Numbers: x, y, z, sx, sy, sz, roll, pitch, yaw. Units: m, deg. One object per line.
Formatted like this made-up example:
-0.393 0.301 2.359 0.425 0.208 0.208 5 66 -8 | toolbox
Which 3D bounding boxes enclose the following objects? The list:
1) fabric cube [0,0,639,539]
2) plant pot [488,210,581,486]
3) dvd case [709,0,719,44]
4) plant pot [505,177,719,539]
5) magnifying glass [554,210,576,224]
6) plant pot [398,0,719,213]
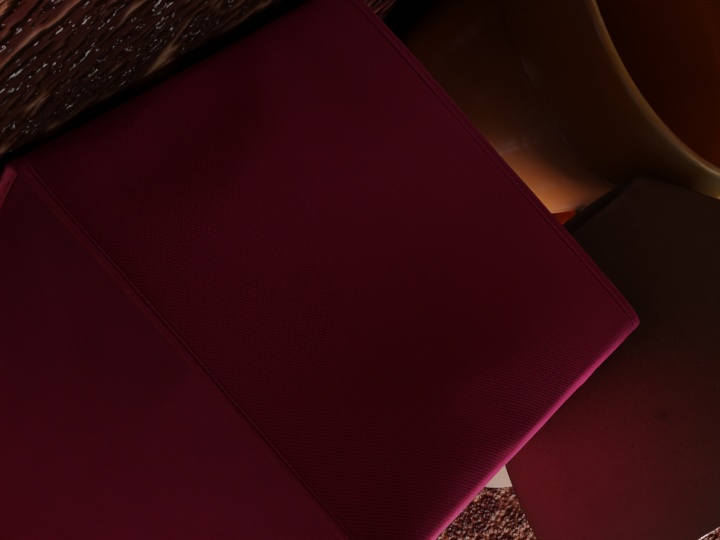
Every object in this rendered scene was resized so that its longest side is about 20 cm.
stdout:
-0.046 0.040 0.622 0.199 0.196 0.200 -40 177 -45 | fabric cube
0.087 0.062 0.999 0.199 0.135 0.201 -21 -158 9 | plant pot
0.196 -0.203 0.888 0.200 0.143 0.017 -44 161 29 | dvd case
0.136 0.036 0.726 0.200 0.135 0.200 -38 180 0 | plant pot
0.112 -0.067 0.955 0.201 0.022 0.080 -106 -148 -44 | magnifying glass
0.115 -0.114 0.832 0.183 0.201 0.200 -23 -168 44 | plant pot
